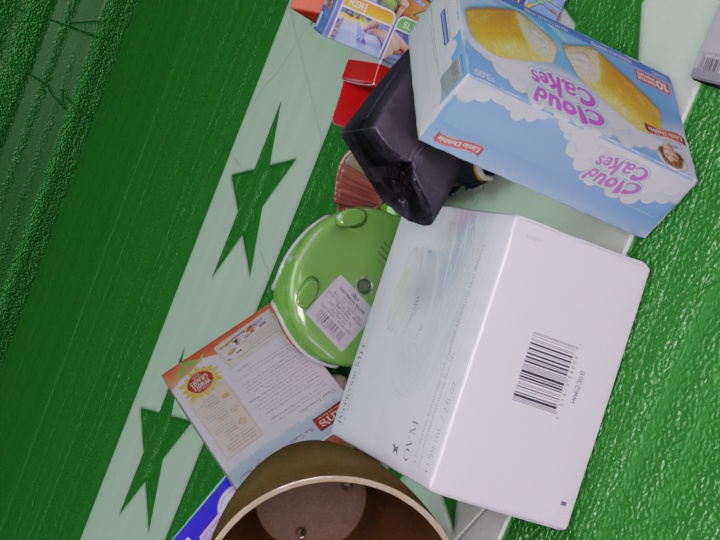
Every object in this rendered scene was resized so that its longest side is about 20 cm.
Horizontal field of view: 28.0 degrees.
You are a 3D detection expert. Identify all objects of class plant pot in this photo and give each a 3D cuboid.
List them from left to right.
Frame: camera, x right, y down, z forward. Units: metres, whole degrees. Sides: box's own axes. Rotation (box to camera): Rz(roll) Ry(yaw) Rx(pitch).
[{"bbox_3d":[-0.032,0.204,1.067,0.200,0.185,0.188,-118,50,-75],"label":"plant pot"}]

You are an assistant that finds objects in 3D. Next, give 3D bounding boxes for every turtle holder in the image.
[{"bbox_3d":[-0.010,0.000,1.351,0.132,0.140,0.187,-12,63,66],"label":"turtle holder"}]

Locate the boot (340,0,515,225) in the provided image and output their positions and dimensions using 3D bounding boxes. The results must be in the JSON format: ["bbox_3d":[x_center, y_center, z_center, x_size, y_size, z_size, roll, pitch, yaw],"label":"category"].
[{"bbox_3d":[0.089,-0.109,1.091,0.065,0.165,0.201,-31,21,48],"label":"boot"}]

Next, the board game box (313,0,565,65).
[{"bbox_3d":[0.075,-0.234,1.256,0.136,0.198,0.034,-65,23,12],"label":"board game box"}]

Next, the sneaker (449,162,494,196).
[{"bbox_3d":[0.088,-0.106,1.300,0.200,0.079,0.079,115,173,-76],"label":"sneaker"}]

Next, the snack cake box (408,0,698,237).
[{"bbox_3d":[0.135,-0.116,1.022,0.067,0.199,0.116,-50,30,37],"label":"snack cake box"}]

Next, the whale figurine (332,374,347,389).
[{"bbox_3d":[-0.081,0.139,1.495,0.199,0.103,0.161,4,73,42],"label":"whale figurine"}]

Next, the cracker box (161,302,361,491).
[{"bbox_3d":[-0.089,0.134,1.374,0.133,0.058,0.200,-33,41,-9],"label":"cracker box"}]

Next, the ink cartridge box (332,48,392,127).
[{"bbox_3d":[0.061,-0.216,1.380,0.067,0.115,0.202,21,93,59],"label":"ink cartridge box"}]

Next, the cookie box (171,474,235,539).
[{"bbox_3d":[-0.156,0.295,1.413,0.171,0.075,0.201,-49,-7,-43],"label":"cookie box"}]

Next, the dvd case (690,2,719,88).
[{"bbox_3d":[0.300,-0.208,0.943,0.202,0.025,0.150,-69,22,7],"label":"dvd case"}]

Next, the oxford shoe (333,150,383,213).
[{"bbox_3d":[0.002,-0.030,1.468,0.074,0.070,0.202,-23,-48,-65],"label":"oxford shoe"}]

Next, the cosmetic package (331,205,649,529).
[{"bbox_3d":[0.090,0.063,1.093,0.200,0.122,0.201,13,84,69],"label":"cosmetic package"}]

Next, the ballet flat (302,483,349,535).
[{"bbox_3d":[-0.048,0.261,1.347,0.200,0.070,0.071,-53,28,39],"label":"ballet flat"}]

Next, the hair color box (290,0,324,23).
[{"bbox_3d":[0.016,-0.279,1.445,0.063,0.200,0.112,19,90,28],"label":"hair color box"}]
